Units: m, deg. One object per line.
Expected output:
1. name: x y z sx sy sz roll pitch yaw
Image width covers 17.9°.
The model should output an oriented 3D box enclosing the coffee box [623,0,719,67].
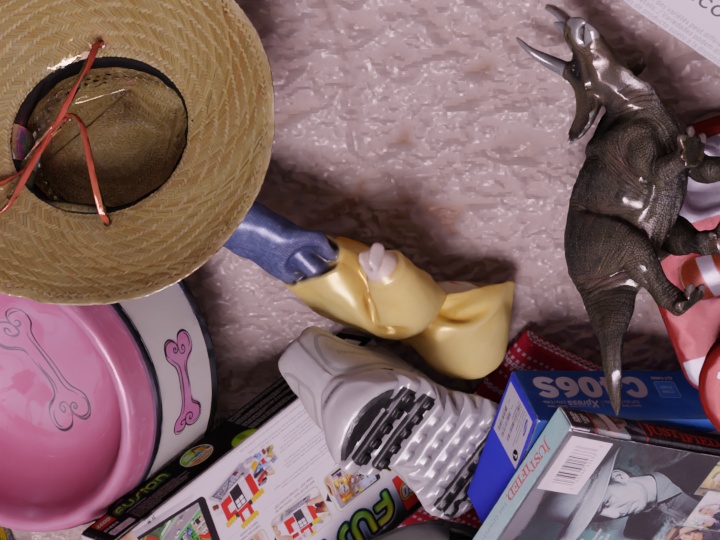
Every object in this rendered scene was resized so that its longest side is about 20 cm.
1. coffee box: 0.163 -0.234 0.943 0.200 0.200 0.198 31 127 -18

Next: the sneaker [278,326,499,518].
1. sneaker: 0.025 0.080 1.270 0.075 0.081 0.200 -52 147 2

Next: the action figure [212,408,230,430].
1. action figure: -0.081 0.147 1.368 0.119 0.102 0.200 -21 88 55

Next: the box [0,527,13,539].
1. box: -0.282 0.273 1.443 0.122 0.193 0.200 -4 130 12

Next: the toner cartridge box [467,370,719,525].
1. toner cartridge box: 0.168 0.104 1.282 0.200 0.043 0.095 0 130 -21

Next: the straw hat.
1. straw hat: -0.130 -0.067 1.197 0.201 0.201 0.085 -5 169 12

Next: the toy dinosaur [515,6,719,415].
1. toy dinosaur: 0.140 -0.031 1.165 0.102 0.077 0.200 14 108 48

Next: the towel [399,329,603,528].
1. towel: 0.108 0.127 1.375 0.145 0.022 0.200 25 128 -13

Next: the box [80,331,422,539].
1. box: -0.051 0.135 1.290 0.035 0.200 0.110 9 130 53

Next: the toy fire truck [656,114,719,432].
1. toy fire truck: 0.238 -0.014 1.190 0.200 0.112 0.168 -18 104 25

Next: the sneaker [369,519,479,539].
1. sneaker: 0.063 0.207 1.308 0.199 0.114 0.076 15 129 -45

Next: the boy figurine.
1. boy figurine: 0.000 0.000 1.240 0.200 0.064 0.124 24 170 -17

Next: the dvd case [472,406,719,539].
1. dvd case: 0.161 0.146 1.272 0.200 0.022 0.146 10 126 -29

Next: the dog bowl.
1. dog bowl: -0.184 0.058 1.279 0.200 0.074 0.200 9 116 20
